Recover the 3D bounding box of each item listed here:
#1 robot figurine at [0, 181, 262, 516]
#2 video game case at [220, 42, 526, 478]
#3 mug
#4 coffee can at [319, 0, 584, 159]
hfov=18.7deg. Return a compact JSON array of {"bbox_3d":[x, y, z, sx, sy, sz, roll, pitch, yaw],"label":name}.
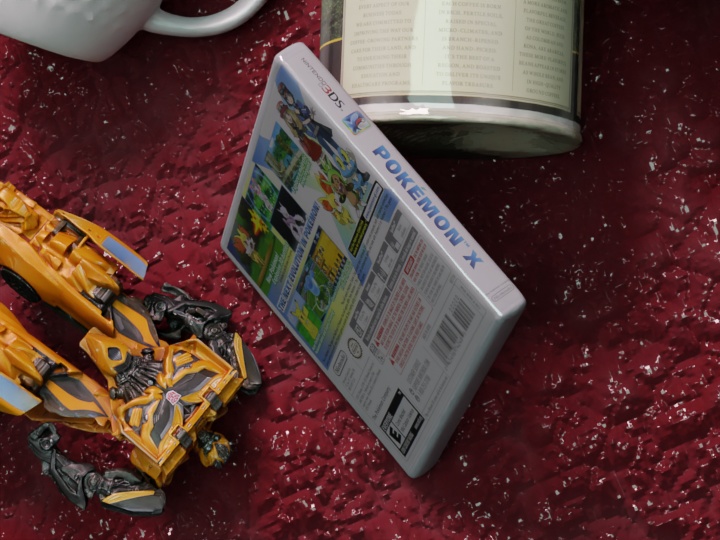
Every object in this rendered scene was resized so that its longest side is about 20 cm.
[{"bbox_3d":[-0.154,0.046,1.244,0.200,0.058,0.145,35,68,6],"label":"robot figurine"},{"bbox_3d":[0.000,0.000,1.171,0.022,0.200,0.182,-33,73,-26],"label":"video game case"},{"bbox_3d":[-0.137,-0.208,1.259,0.199,0.148,0.176,19,99,-12],"label":"mug"},{"bbox_3d":[0.051,-0.169,1.183,0.146,0.146,0.201,1,85,17],"label":"coffee can"}]
